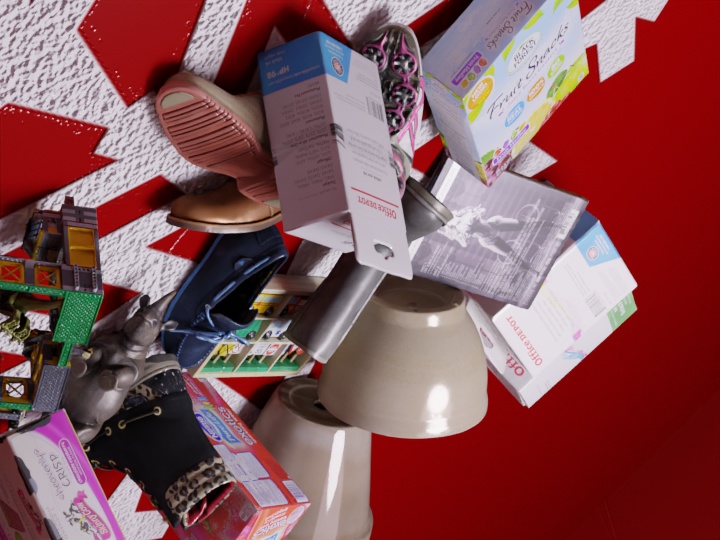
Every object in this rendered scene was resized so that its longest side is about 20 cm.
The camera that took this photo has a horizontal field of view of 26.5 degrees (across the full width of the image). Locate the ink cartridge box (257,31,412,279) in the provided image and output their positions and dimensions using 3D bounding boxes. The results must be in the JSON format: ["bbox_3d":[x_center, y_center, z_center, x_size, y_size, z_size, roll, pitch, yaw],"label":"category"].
[{"bbox_3d":[-0.021,-0.088,1.304,0.066,0.202,0.116,-15,165,24],"label":"ink cartridge box"}]

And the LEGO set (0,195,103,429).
[{"bbox_3d":[-0.285,0.020,1.237,0.152,0.117,0.201,1,135,-16],"label":"LEGO set"}]

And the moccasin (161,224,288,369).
[{"bbox_3d":[-0.135,0.032,1.484,0.080,0.068,0.201,-16,147,-45],"label":"moccasin"}]

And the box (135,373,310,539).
[{"bbox_3d":[-0.160,0.205,1.567,0.096,0.200,0.099,-52,154,17],"label":"box"}]

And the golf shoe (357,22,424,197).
[{"bbox_3d":[0.023,-0.157,1.441,0.093,0.072,0.201,-69,171,-45],"label":"golf shoe"}]

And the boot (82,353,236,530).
[{"bbox_3d":[-0.223,0.198,1.504,0.203,0.154,0.073,-42,160,21],"label":"boot"}]

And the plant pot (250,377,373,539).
[{"bbox_3d":[-0.066,0.229,1.800,0.199,0.199,0.175,-11,123,-49],"label":"plant pot"}]

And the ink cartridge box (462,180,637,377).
[{"bbox_3d":[0.210,0.018,1.872,0.200,0.125,0.129,-40,129,-3],"label":"ink cartridge box"}]

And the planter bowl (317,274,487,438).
[{"bbox_3d":[0.055,0.084,1.739,0.199,0.199,0.136,-16,121,-44],"label":"planter bowl"}]

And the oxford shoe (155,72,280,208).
[{"bbox_3d":[-0.107,-0.123,1.302,0.070,0.075,0.200,-10,152,25],"label":"oxford shoe"}]

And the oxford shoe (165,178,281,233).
[{"bbox_3d":[-0.096,-0.077,1.397,0.199,0.071,0.072,-17,116,-42],"label":"oxford shoe"}]

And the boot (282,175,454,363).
[{"bbox_3d":[0.002,0.001,1.554,0.200,0.072,0.182,-48,-177,-8],"label":"boot"}]

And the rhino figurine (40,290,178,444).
[{"bbox_3d":[-0.236,0.091,1.436,0.200,0.060,0.087,-50,174,14],"label":"rhino figurine"}]

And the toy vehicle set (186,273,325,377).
[{"bbox_3d":[-0.094,0.060,1.643,0.125,0.027,0.199,-52,154,19],"label":"toy vehicle set"}]

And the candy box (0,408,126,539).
[{"bbox_3d":[-0.289,0.207,1.358,0.061,0.138,0.199,-26,-178,-31],"label":"candy box"}]

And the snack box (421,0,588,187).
[{"bbox_3d":[0.145,-0.199,1.515,0.169,0.067,0.200,-49,156,-8],"label":"snack box"}]

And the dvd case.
[{"bbox_3d":[0.144,-0.044,1.715,0.198,0.016,0.150,16,112,-30],"label":"dvd case"}]

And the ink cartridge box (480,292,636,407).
[{"bbox_3d":[0.238,0.055,1.992,0.200,0.145,0.088,-42,155,-1],"label":"ink cartridge box"}]
